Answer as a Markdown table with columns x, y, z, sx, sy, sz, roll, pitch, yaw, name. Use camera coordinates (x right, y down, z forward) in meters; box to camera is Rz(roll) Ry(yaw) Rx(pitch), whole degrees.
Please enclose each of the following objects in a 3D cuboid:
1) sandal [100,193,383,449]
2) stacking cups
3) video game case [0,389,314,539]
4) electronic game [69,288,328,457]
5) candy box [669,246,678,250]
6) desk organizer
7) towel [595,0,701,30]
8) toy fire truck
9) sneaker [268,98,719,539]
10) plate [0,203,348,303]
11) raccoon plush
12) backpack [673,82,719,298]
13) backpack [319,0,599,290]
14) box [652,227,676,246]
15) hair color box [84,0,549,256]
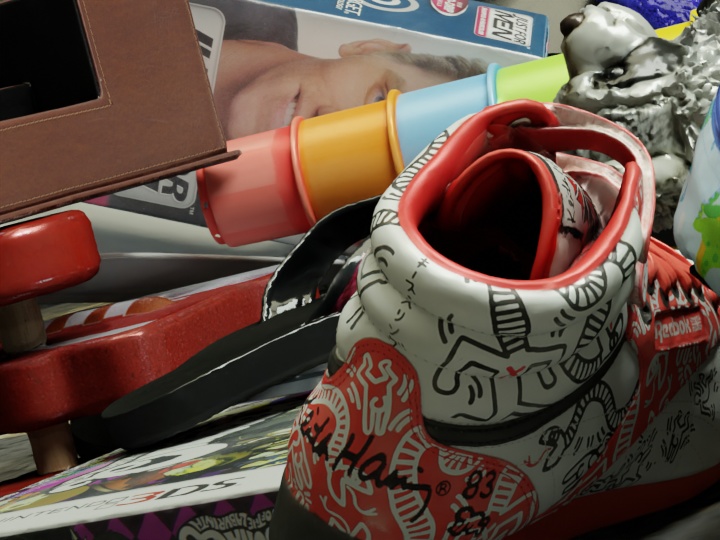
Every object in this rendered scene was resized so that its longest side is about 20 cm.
| x | y | z | sx | sy | sz | roll | pitch | yaw | name |
| --- | --- | --- | --- | --- | --- | --- | --- | --- | --- |
| 0.000 | 0.000 | 0.950 | 0.200 | 0.045 | 0.075 | -24 | 2 | -31 | sandal |
| 0.039 | -0.044 | 1.105 | 0.199 | 0.061 | 0.061 | -14 | 3 | 14 | stacking cups |
| -0.021 | 0.064 | 0.870 | 0.181 | 0.036 | 0.200 | -11 | 4 | 31 | video game case |
| -0.018 | 0.043 | 1.171 | 0.199 | 0.042 | 0.200 | -12 | 11 | 2 | electronic game |
| 0.144 | 0.008 | 0.914 | 0.102 | 0.027 | 0.200 | 5 | -7 | -29 | candy box |
| -0.134 | -0.054 | 1.030 | 0.072 | 0.077 | 0.200 | -12 | 4 | 33 | desk organizer |
| 0.160 | -0.102 | 1.209 | 0.147 | 0.200 | 0.050 | 14 | -64 | -46 | towel |
| -0.129 | 0.042 | 1.074 | 0.200 | 0.112 | 0.168 | -14 | 3 | 25 | toy fire truck |
| 0.061 | 0.006 | 0.732 | 0.067 | 0.108 | 0.201 | 33 | 34 | 25 | sneaker |
| -0.125 | -0.028 | 1.218 | 0.199 | 0.032 | 0.200 | 0 | 21 | -26 | plate |
| 0.151 | -0.028 | 0.919 | 0.134 | 0.200 | 0.097 | -53 | -8 | -21 | raccoon plush |
| 0.158 | -0.031 | 0.710 | 0.200 | 0.163 | 0.154 | -35 | -26 | -45 | backpack |
| 0.042 | -0.057 | 1.319 | 0.190 | 0.154 | 0.200 | -18 | 39 | 6 | backpack |
| 0.118 | -0.011 | 1.064 | 0.199 | 0.035 | 0.110 | -7 | 2 | 18 | box |
| -0.031 | -0.067 | 1.177 | 0.199 | 0.100 | 0.061 | 11 | 22 | 0 | hair color box |
